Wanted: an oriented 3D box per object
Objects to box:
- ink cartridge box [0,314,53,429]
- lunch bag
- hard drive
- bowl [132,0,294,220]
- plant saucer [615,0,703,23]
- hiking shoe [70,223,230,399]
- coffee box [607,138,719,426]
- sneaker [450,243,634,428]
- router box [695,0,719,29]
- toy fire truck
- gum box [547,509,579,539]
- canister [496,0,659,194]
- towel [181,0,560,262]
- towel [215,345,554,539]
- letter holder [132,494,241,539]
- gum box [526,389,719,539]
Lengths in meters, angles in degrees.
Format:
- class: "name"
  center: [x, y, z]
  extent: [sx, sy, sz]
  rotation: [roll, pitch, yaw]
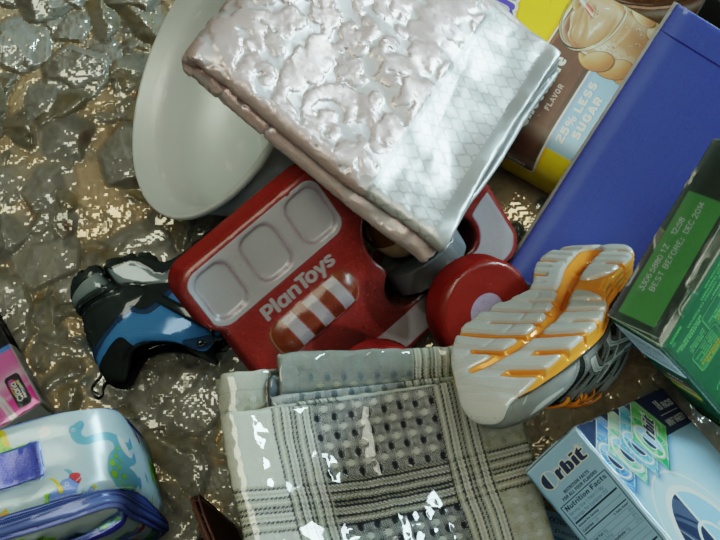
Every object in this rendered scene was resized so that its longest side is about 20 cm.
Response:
- class: "ink cartridge box"
  center: [-0.317, 0.107, 0.890]
  extent: [0.199, 0.037, 0.095]
  rotation: [-32, 71, -6]
- class: "lunch bag"
  center: [-0.226, 0.151, 0.801]
  extent: [0.199, 0.161, 0.083]
  rotation: [-16, 70, -3]
- class: "hard drive"
  center: [0.202, -0.051, 0.850]
  extent: [0.132, 0.025, 0.201]
  rotation: [30, 107, -4]
- class: "bowl"
  center: [-0.067, -0.120, 0.905]
  extent: [0.090, 0.201, 0.202]
  rotation: [17, 64, -38]
- class: "plant saucer"
  center: [0.211, -0.256, 0.990]
  extent: [0.199, 0.035, 0.201]
  rotation: [-1, 70, 4]
- class: "hiking shoe"
  center: [-0.094, 0.019, 0.895]
  extent: [0.199, 0.074, 0.087]
  rotation: [-19, 77, 7]
- class: "coffee box"
  center: [0.224, 0.020, 0.795]
  extent: [0.044, 0.200, 0.123]
  rotation: [30, 87, 37]
- class: "sneaker"
  center: [0.117, 0.049, 0.769]
  extent: [0.078, 0.200, 0.078]
  rotation: [3, 112, 32]
- class: "router box"
  center: [0.341, -0.146, 0.895]
  extent: [0.200, 0.052, 0.157]
  rotation: [39, 48, 13]
- class: "toy fire truck"
  center: [0.000, 0.000, 0.825]
  extent: [0.200, 0.112, 0.168]
  rotation: [-41, 117, -10]
- class: "gum box"
  center: [0.089, 0.221, 0.764]
  extent: [0.169, 0.045, 0.200]
  rotation: [18, 36, 9]
- class: "canister"
  center: [0.115, -0.144, 0.927]
  extent: [0.199, 0.087, 0.149]
  rotation: [31, 78, 11]
- class: "towel"
  center: [0.017, -0.130, 0.804]
  extent: [0.191, 0.032, 0.200]
  rotation: [39, 55, -7]
- class: "towel"
  center: [0.024, 0.134, 0.729]
  extent: [0.192, 0.035, 0.201]
  rotation: [-5, 66, -22]
- class: "letter holder"
  center: [-0.088, 0.249, 0.767]
  extent: [0.100, 0.142, 0.201]
  rotation: [-25, 71, -6]
- class: "gum box"
  center: [0.203, 0.168, 0.764]
  extent: [0.045, 0.170, 0.200]
  rotation: [-46, 72, 23]
